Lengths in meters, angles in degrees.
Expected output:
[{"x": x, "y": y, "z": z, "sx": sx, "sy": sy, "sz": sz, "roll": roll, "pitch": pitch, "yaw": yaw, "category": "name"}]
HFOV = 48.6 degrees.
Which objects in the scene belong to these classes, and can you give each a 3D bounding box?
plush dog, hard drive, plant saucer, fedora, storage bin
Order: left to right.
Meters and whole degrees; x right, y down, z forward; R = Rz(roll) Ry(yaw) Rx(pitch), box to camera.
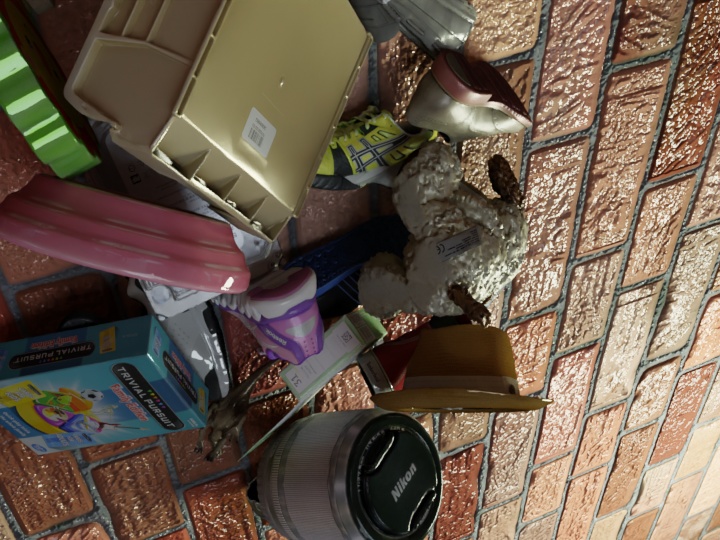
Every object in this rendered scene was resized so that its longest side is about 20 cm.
[{"x": -0.177, "y": -0.031, "z": 0.614, "sx": 0.197, "sy": 0.199, "sz": 0.052, "roll": 15, "pitch": 92, "yaw": -37, "category": "plant saucer"}, {"x": -0.164, "y": -0.069, "z": 0.731, "sx": 0.137, "sy": 0.038, "sz": 0.204, "roll": -23, "pitch": 118, "yaw": -9, "category": "hard drive"}, {"x": -0.093, "y": -0.151, "z": 0.596, "sx": 0.203, "sy": 0.092, "sz": 0.200, "roll": -67, "pitch": 157, "yaw": -7, "category": "storage bin"}, {"x": 0.102, "y": 0.102, "z": 0.810, "sx": 0.195, "sy": 0.084, "sz": 0.201, "roll": 0, "pitch": 168, "yaw": 0, "category": "fedora"}, {"x": 0.112, "y": -0.020, "z": 0.816, "sx": 0.170, "sy": 0.160, "sz": 0.204, "roll": -19, "pitch": 137, "yaw": -46, "category": "plush dog"}]

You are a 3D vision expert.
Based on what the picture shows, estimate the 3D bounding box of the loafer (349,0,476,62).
[{"x": 0.023, "y": -0.238, "z": 0.709, "sx": 0.197, "sy": 0.070, "sz": 0.071, "roll": 14, "pitch": 112, "yaw": -38, "category": "loafer"}]

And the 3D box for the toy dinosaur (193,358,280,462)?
[{"x": -0.151, "y": 0.158, "z": 0.942, "sx": 0.058, "sy": 0.101, "sz": 0.201, "roll": 37, "pitch": 118, "yaw": -3, "category": "toy dinosaur"}]

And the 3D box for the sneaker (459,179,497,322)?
[{"x": 0.121, "y": -0.015, "z": 0.937, "sx": 0.109, "sy": 0.070, "sz": 0.201, "roll": -49, "pitch": 139, "yaw": -9, "category": "sneaker"}]

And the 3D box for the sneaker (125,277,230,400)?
[{"x": -0.191, "y": 0.062, "z": 0.853, "sx": 0.078, "sy": 0.074, "sz": 0.204, "roll": -18, "pitch": 126, "yaw": -8, "category": "sneaker"}]

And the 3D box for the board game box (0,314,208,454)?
[{"x": -0.273, "y": 0.121, "z": 0.808, "sx": 0.195, "sy": 0.048, "sz": 0.152, "roll": -10, "pitch": 142, "yaw": 8, "category": "board game box"}]

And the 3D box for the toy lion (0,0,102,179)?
[{"x": -0.237, "y": -0.161, "z": 0.522, "sx": 0.068, "sy": 0.194, "sz": 0.201, "roll": -28, "pitch": 159, "yaw": -5, "category": "toy lion"}]

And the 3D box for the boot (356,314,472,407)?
[{"x": 0.069, "y": 0.104, "z": 0.962, "sx": 0.142, "sy": 0.073, "sz": 0.200, "roll": -30, "pitch": 169, "yaw": -7, "category": "boot"}]

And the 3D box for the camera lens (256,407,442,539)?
[{"x": -0.013, "y": 0.247, "z": 0.938, "sx": 0.157, "sy": 0.164, "sz": 0.198, "roll": 14, "pitch": 161, "yaw": -36, "category": "camera lens"}]

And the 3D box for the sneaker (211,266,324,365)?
[{"x": -0.091, "y": 0.044, "z": 0.798, "sx": 0.079, "sy": 0.199, "sz": 0.090, "roll": -30, "pitch": 108, "yaw": -20, "category": "sneaker"}]

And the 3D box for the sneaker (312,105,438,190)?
[{"x": -0.006, "y": -0.127, "z": 0.797, "sx": 0.196, "sy": 0.075, "sz": 0.078, "roll": -7, "pitch": 120, "yaw": -35, "category": "sneaker"}]

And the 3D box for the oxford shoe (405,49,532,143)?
[{"x": 0.110, "y": -0.166, "z": 0.809, "sx": 0.075, "sy": 0.071, "sz": 0.198, "roll": -42, "pitch": 155, "yaw": 27, "category": "oxford shoe"}]

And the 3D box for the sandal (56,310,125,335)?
[{"x": -0.251, "y": 0.084, "z": 0.852, "sx": 0.073, "sy": 0.046, "sz": 0.200, "roll": -16, "pitch": 150, "yaw": 15, "category": "sandal"}]

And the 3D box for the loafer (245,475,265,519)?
[{"x": -0.074, "y": 0.271, "z": 1.080, "sx": 0.198, "sy": 0.076, "sz": 0.070, "roll": -37, "pitch": 151, "yaw": 5, "category": "loafer"}]

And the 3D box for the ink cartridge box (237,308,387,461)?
[{"x": -0.063, "y": 0.127, "z": 0.935, "sx": 0.199, "sy": 0.048, "sz": 0.145, "roll": -40, "pitch": 174, "yaw": 10, "category": "ink cartridge box"}]

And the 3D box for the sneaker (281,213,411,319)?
[{"x": 0.000, "y": 0.000, "z": 0.909, "sx": 0.196, "sy": 0.071, "sz": 0.079, "roll": -20, "pitch": 148, "yaw": -12, "category": "sneaker"}]
